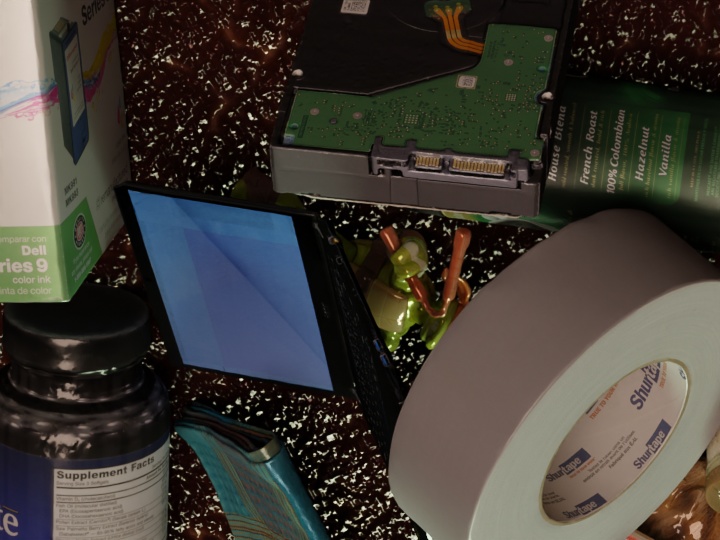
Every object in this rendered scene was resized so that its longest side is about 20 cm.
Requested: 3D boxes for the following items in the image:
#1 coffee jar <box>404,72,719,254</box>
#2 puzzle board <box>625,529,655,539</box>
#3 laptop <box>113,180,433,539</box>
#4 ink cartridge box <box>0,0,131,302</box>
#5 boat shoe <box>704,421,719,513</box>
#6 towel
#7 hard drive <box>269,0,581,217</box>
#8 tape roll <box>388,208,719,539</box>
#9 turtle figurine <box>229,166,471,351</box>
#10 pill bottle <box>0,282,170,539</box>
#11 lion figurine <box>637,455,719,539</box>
[{"bbox_3d":[0.111,-0.063,1.418,0.198,0.104,0.086,7,90,8],"label":"coffee jar"},{"bbox_3d":[0.203,0.223,1.510,0.199,0.017,0.151,29,149,-1],"label":"puzzle board"},{"bbox_3d":[-0.042,0.059,1.423,0.103,0.201,0.178,-20,144,-5],"label":"laptop"},{"bbox_3d":[-0.189,-0.100,1.442,0.087,0.145,0.202,-1,110,11],"label":"ink cartridge box"},{"bbox_3d":[0.283,0.108,1.425,0.198,0.065,0.071,13,146,-11],"label":"boat shoe"},{"bbox_3d":[-0.038,0.175,1.528,0.022,0.146,0.201,-30,106,-19],"label":"towel"},{"bbox_3d":[0.039,-0.112,1.367,0.138,0.201,0.038,5,135,9],"label":"hard drive"},{"bbox_3d":[0.109,0.068,1.345,0.066,0.200,0.201,41,117,30],"label":"tape roll"},{"bbox_3d":[0.000,0.000,1.473,0.160,0.065,0.200,26,151,9],"label":"turtle figurine"},{"bbox_3d":[-0.166,0.115,1.537,0.111,0.112,0.202,6,111,9],"label":"pill bottle"},{"bbox_3d":[0.232,0.164,1.494,0.200,0.072,0.123,41,99,2],"label":"lion figurine"}]
